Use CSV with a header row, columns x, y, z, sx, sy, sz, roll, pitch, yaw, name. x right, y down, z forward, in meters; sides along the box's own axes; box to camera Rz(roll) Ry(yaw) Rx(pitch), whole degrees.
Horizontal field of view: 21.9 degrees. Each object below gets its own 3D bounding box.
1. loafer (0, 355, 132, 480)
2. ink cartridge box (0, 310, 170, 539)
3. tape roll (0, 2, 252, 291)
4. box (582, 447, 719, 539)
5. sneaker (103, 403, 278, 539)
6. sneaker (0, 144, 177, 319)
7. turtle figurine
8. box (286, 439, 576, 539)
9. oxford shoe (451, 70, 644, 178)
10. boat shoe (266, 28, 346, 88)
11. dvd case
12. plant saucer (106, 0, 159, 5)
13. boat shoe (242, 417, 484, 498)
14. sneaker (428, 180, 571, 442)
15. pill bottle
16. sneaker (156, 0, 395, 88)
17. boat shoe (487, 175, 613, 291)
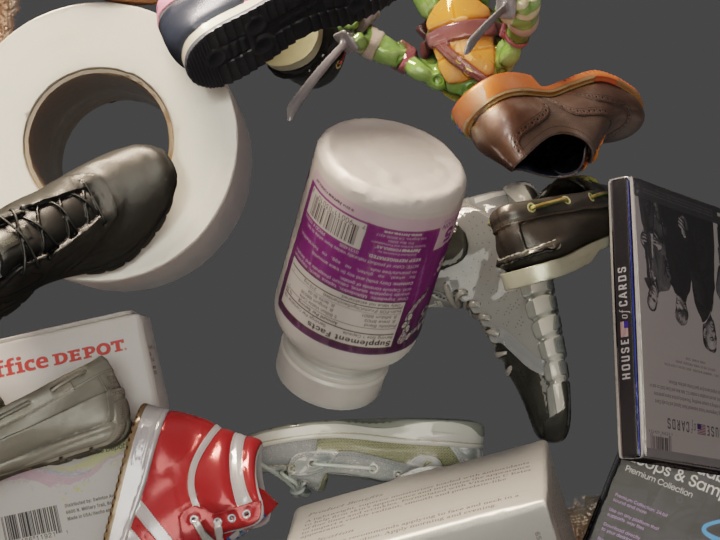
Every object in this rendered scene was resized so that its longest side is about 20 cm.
x,y,z,sx,sy,sz,roll,pitch,yaw,name
-0.263,0.116,1.320,0.200,0.070,0.070,-17,81,-5,loafer
-0.210,0.142,1.391,0.145,0.084,0.200,-12,87,0,ink cartridge box
-0.184,-0.087,1.376,0.202,0.139,0.203,0,87,2,tape roll
0.244,0.206,1.404,0.143,0.036,0.200,21,86,2,box
-0.124,0.203,1.310,0.112,0.071,0.200,12,84,2,sneaker
-0.213,-0.022,1.259,0.200,0.091,0.076,-33,85,-2,sneaker
0.057,-0.203,1.364,0.200,0.144,0.194,8,66,-35,turtle figurine
0.066,0.253,1.322,0.199,0.131,0.200,-16,102,10,box
0.150,-0.098,1.357,0.071,0.200,0.073,-50,62,36,oxford shoe
-0.047,-0.238,1.424,0.074,0.063,0.202,-9,72,21,boat shoe
0.231,0.043,1.344,0.025,0.150,0.200,-10,74,39,dvd case
-0.164,-0.285,1.350,0.200,0.037,0.201,2,77,-10,plant saucer
-0.006,0.145,1.394,0.202,0.074,0.065,-1,82,-6,boat shoe
0.093,0.038,1.404,0.115,0.075,0.200,-9,76,5,sneaker
0.000,0.000,1.346,0.112,0.112,0.200,18,124,2,pill bottle
-0.051,-0.204,1.299,0.200,0.070,0.082,-26,51,-18,sneaker
0.155,-0.039,1.344,0.072,0.201,0.061,-17,94,32,boat shoe
